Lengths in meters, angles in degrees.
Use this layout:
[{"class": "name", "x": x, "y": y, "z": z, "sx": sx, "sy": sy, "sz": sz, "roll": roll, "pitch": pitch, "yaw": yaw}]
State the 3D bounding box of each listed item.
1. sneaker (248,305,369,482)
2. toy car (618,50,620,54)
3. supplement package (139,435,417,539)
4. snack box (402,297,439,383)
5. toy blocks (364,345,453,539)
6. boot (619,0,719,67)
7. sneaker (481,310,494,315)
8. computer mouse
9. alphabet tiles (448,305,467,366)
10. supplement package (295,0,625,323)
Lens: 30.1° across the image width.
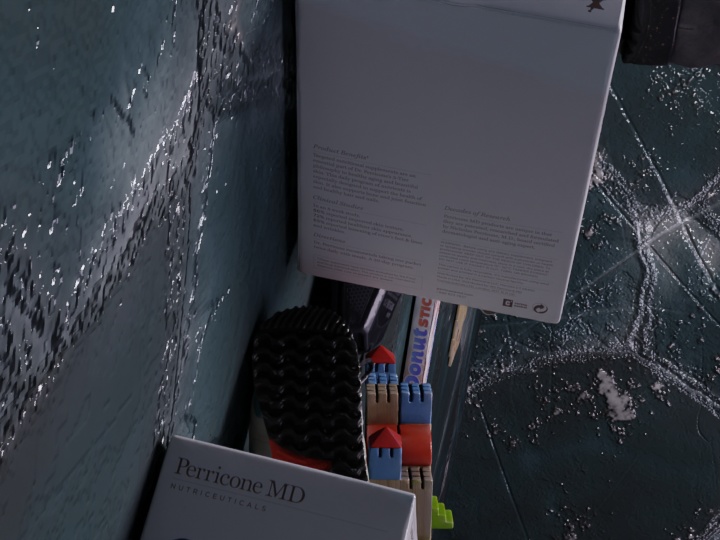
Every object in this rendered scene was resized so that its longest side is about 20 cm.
[{"class": "sneaker", "x": -0.026, "y": 0.126, "z": 0.700, "sx": 0.094, "sy": 0.069, "sz": 0.202, "roll": 87, "pitch": 1, "yaw": -69}, {"class": "toy car", "x": 0.168, "y": -0.239, "z": 1.114, "sx": 0.158, "sy": 0.198, "sz": 0.166, "roll": 35, "pitch": 68, "yaw": -81}, {"class": "supplement package", "x": -0.049, "y": 0.189, "z": 0.567, "sx": 0.110, "sy": 0.112, "sz": 0.202, "roll": 83, "pitch": 20, "yaw": -69}, {"class": "snack box", "x": 0.069, "y": 0.075, "z": 1.502, "sx": 0.072, "sy": 0.024, "sz": 0.202, "roll": -64, "pitch": 164, "yaw": -63}, {"class": "toy blocks", "x": 0.029, "y": 0.147, "z": 1.088, "sx": 0.200, "sy": 0.099, "sz": 0.139, "roll": -94, "pitch": -176, "yaw": -75}, {"class": "boot", "x": 0.205, "y": -0.140, "z": 0.716, "sx": 0.200, "sy": 0.130, "sz": 0.071, "roll": -73, "pitch": 169, "yaw": -62}, {"class": "sneaker", "x": 0.181, "y": -0.036, "z": 2.031, "sx": 0.085, "sy": 0.072, "sz": 0.202, "roll": -126, "pitch": -151, "yaw": -54}, {"class": "computer mouse", "x": 0.000, "y": 0.000, "z": 0.867, "sx": 0.139, "sy": 0.052, "sz": 0.202, "roll": 58, "pitch": 55, "yaw": -77}, {"class": "alphabet tiles", "x": 0.172, "y": 0.050, "z": 2.222, "sx": 0.167, "sy": 0.006, "sz": 0.202, "roll": -60, "pitch": 161, "yaw": -66}, {"class": "supplement package", "x": 0.055, "y": -0.105, "z": 0.705, "sx": 0.201, "sy": 0.150, "sz": 0.152, "roll": 92, "pitch": 11, "yaw": -48}]
